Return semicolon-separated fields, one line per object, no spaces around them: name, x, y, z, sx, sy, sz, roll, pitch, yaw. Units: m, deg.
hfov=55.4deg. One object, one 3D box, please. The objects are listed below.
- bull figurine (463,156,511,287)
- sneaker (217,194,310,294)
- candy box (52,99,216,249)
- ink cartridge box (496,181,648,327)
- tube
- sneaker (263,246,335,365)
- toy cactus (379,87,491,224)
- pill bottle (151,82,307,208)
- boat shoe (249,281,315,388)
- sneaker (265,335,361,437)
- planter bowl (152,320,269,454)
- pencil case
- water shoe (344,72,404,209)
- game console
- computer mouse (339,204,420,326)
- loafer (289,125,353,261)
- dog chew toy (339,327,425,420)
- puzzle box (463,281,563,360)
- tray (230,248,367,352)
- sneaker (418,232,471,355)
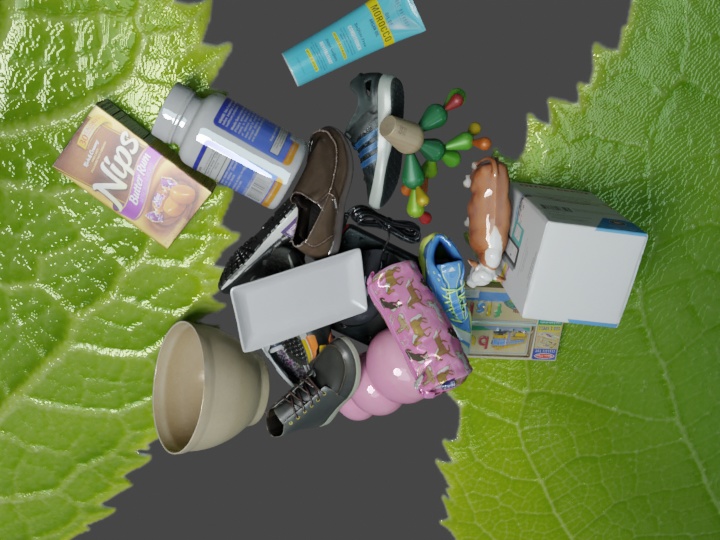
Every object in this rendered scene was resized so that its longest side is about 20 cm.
bull figurine;0.189;-0.076;1.034;0.065;0.121;0.201;2;111;-4
sneaker;-0.132;-0.020;1.062;0.200;0.076;0.088;-42;115;12
candy box;-0.329;-0.139;1.008;0.200;0.057;0.117;38;105;-15
ink cartridge box;0.296;-0.030;1.018;0.146;0.200;0.147;7;112;-7
tube;-0.012;-0.328;0.965;0.199;0.050;0.078;-28;118;1
sneaker;-0.087;0.044;1.059;0.090;0.070;0.201;-32;124;-39
toy cactus;0.096;-0.173;0.984;0.165;0.102;0.201;16;106;-44
pill bottle;-0.185;-0.180;0.972;0.199;0.112;0.112;28;107;-14
boat shoe;-0.135;0.111;1.113;0.072;0.069;0.201;-21;112;4
sneaker;-0.073;0.189;1.057;0.106;0.075;0.200;-14;140;-40
planter bowl;-0.229;0.185;1.086;0.134;0.200;0.201;9;113;-37
pencil case;0.083;0.083;0.994;0.083;0.086;0.201;-34;75;26
water shoe;0.018;-0.192;1.017;0.079;0.071;0.201;15;116;21
game console;0.024;0.038;1.121;0.199;0.031;0.177;25;105;-14
computer mouse;0.000;0.000;1.049;0.140;0.046;0.200;23;108;-26
loafer;-0.060;-0.114;0.990;0.071;0.073;0.201;9;81;-47
dog chew toy;0.035;0.174;1.098;0.124;0.125;0.200;39;121;-17
puzzle box;0.242;0.087;1.155;0.199;0.025;0.134;2;112;-5
tray;-0.086;0.039;0.987;0.199;0.022;0.108;-18;120;-21
sneaker;0.126;0.036;1.035;0.075;0.105;0.201;-13;79;0
